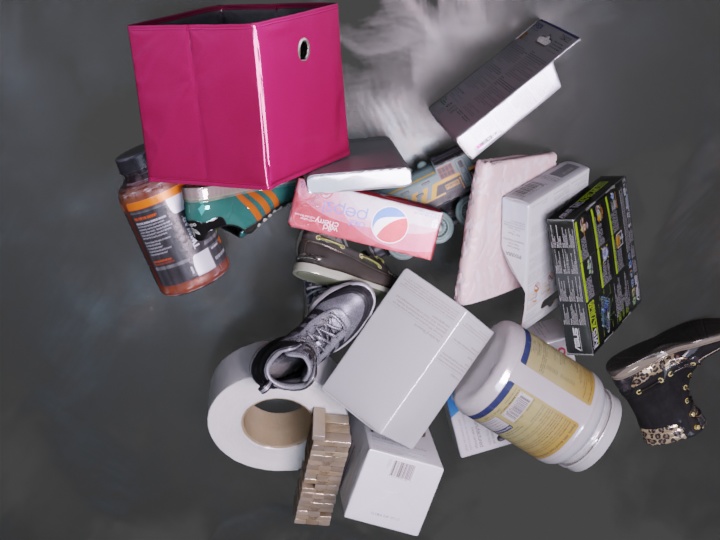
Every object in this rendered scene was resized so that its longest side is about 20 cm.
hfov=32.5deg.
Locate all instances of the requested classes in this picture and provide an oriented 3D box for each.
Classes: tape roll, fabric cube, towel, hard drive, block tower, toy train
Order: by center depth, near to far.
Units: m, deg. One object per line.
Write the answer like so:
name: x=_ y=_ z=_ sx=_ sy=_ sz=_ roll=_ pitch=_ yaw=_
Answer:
fabric cube: x=-0.148 y=-0.225 z=1.560 sx=0.199 sy=0.196 sz=0.200 roll=6 pitch=110 yaw=30
hard drive: x=-0.012 y=-0.141 z=1.634 sx=0.131 sy=0.200 sz=0.027 roll=-5 pitch=108 yaw=-5
towel: x=0.200 y=-0.064 z=1.711 sx=0.032 sy=0.191 sz=0.201 roll=19 pitch=111 yaw=35
toy train: x=0.092 y=-0.094 z=1.728 sx=0.199 sy=0.085 sz=0.114 roll=-25 pitch=96 yaw=4
block tower: x=-0.055 y=0.284 z=1.755 sx=0.058 sy=0.054 sz=0.200 roll=5 pitch=130 yaw=-7
tape roll: x=-0.116 y=0.194 z=1.758 sx=0.202 sy=0.071 sz=0.203 roll=-1 pitch=130 yaw=-2

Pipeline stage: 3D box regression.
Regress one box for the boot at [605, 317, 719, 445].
boot: x=0.484 y=0.167 z=1.851 sx=0.199 sy=0.073 sz=0.151 roll=-23 pitch=107 yaw=5

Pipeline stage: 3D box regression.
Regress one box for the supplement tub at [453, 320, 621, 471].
supplement tub: x=0.244 y=0.176 z=1.701 sx=0.200 sy=0.144 sz=0.145 roll=33 pitch=101 yaw=-14

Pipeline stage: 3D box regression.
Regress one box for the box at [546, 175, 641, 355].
box: x=0.330 y=-0.010 z=1.726 sx=0.047 sy=0.193 sz=0.201 roll=3 pitch=114 yaw=36

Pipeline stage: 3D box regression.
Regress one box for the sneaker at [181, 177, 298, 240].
sneaker: x=-0.152 y=-0.088 z=1.673 sx=0.199 sy=0.071 sz=0.080 roll=-12 pitch=105 yaw=-36

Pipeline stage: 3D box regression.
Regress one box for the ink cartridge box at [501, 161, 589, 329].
ink cartridge box: x=0.257 y=-0.035 z=1.736 sx=0.160 sy=0.047 sz=0.201 roll=-30 pitch=131 yaw=-43

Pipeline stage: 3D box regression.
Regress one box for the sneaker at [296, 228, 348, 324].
sneaker: x=-0.048 y=0.026 z=1.743 sx=0.077 sy=0.085 sz=0.201 roll=-5 pitch=107 yaw=-5

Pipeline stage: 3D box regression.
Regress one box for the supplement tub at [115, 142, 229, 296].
supplement tub: x=-0.261 y=-0.073 z=1.678 sx=0.107 sy=0.107 sz=0.201 roll=-22 pitch=109 yaw=1

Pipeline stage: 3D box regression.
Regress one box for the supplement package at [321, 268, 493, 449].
supplement package: x=0.065 y=0.121 z=1.669 sx=0.117 sy=0.117 sz=0.200 roll=35 pitch=89 yaw=29

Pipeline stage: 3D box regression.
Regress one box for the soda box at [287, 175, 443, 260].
soda box: x=0.006 y=-0.072 z=1.655 sx=0.199 sy=0.063 sz=0.070 roll=13 pitch=99 yaw=-3

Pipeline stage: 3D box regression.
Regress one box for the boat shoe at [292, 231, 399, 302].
boat shoe: x=0.000 y=0.000 z=1.699 sx=0.201 sy=0.072 sz=0.061 roll=18 pitch=74 yaw=-34

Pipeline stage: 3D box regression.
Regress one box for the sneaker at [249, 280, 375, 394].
sneaker: x=-0.057 y=0.094 z=1.608 sx=0.200 sy=0.114 sz=0.076 roll=-38 pitch=102 yaw=1

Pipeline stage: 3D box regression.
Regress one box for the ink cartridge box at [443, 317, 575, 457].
ink cartridge box: x=0.220 y=0.171 z=1.817 sx=0.199 sy=0.084 sz=0.145 roll=-16 pitch=108 yaw=-2

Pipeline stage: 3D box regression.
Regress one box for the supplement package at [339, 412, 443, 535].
supplement package: x=0.034 y=0.270 z=1.766 sx=0.113 sy=0.200 sz=0.110 roll=17 pitch=105 yaw=-12

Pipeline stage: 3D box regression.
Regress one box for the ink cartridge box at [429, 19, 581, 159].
ink cartridge box: x=0.194 y=-0.242 z=1.628 sx=0.200 sy=0.196 sz=0.043 roll=-37 pitch=109 yaw=6
